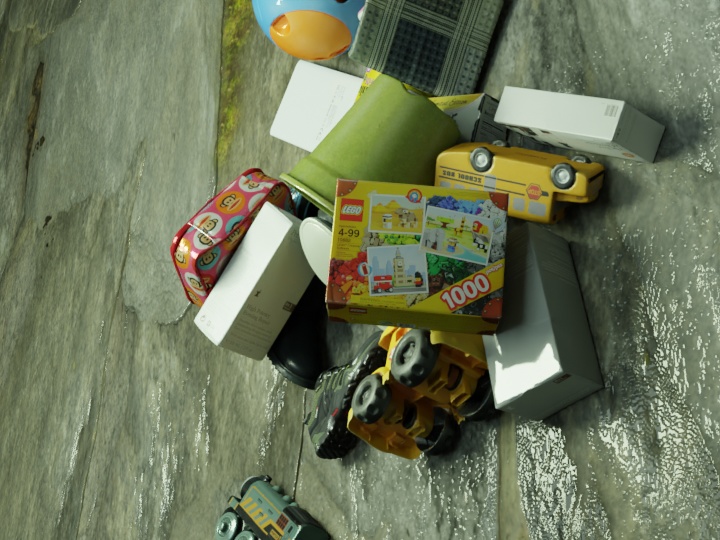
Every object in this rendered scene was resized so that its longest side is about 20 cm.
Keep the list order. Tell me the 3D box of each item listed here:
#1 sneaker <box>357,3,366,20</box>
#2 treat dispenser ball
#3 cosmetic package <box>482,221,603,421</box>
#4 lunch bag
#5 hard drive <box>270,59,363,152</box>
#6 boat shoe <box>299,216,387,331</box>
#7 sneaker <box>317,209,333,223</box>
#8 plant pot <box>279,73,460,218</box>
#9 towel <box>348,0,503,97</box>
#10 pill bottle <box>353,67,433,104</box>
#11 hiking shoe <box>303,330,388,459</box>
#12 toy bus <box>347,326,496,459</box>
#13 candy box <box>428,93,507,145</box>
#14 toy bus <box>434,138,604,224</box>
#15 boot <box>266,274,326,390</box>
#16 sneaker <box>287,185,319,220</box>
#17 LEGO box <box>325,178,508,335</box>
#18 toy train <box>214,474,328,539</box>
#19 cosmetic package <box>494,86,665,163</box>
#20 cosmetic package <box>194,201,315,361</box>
[{"bbox_3d":[0.059,-0.353,1.690,0.081,0.088,0.200,-46,-1,16],"label":"sneaker"},{"bbox_3d":[-0.070,-0.427,1.824,0.199,0.199,0.204,-24,56,42],"label":"treat dispenser ball"},{"bbox_3d":[0.201,0.060,1.376,0.106,0.089,0.203,-33,54,37],"label":"cosmetic package"},{"bbox_3d":[-0.175,-0.031,1.726,0.081,0.178,0.200,29,60,32],"label":"lunch bag"},{"bbox_3d":[-0.064,-0.254,1.881,0.199,0.025,0.134,28,96,52],"label":"hard drive"},{"bbox_3d":[0.000,0.000,1.588,0.200,0.062,0.073,44,131,10],"label":"boat shoe"},{"bbox_3d":[0.012,-0.043,1.633,0.103,0.060,0.202,-24,93,10],"label":"sneaker"},{"bbox_3d":[0.027,-0.138,1.511,0.186,0.200,0.200,-56,39,-1],"label":"plant pot"},{"bbox_3d":[0.095,-0.348,1.603,0.035,0.190,0.203,-152,81,-75],"label":"towel"},{"bbox_3d":[0.033,-0.208,1.680,0.104,0.103,0.203,25,94,52],"label":"pill bottle"},{"bbox_3d":[-0.022,0.153,1.612,0.202,0.075,0.101,-58,43,16],"label":"hiking shoe"},{"bbox_3d":[0.078,0.107,1.480,0.200,0.134,0.194,-45,31,32],"label":"toy bus"},{"bbox_3d":[0.116,-0.129,1.579,0.135,0.060,0.203,4,77,52],"label":"candy box"},{"bbox_3d":[0.190,-0.109,1.431,0.197,0.065,0.080,15,112,28],"label":"toy bus"},{"bbox_3d":[-0.076,0.052,1.720,0.170,0.076,0.201,-60,33,19],"label":"boot"},{"bbox_3d":[-0.107,-0.087,1.824,0.200,0.072,0.083,-44,54,35],"label":"sneaker"},{"bbox_3d":[0.065,-0.015,1.351,0.077,0.196,0.152,88,-173,-73],"label":"LEGO box"},{"bbox_3d":[-0.125,0.366,1.648,0.115,0.085,0.199,-56,37,-2],"label":"toy train"},{"bbox_3d":[0.257,-0.175,1.412,0.199,0.082,0.051,20,92,53],"label":"cosmetic package"},{"bbox_3d":[-0.136,0.017,1.669,0.074,0.101,0.202,37,98,39],"label":"cosmetic package"}]
